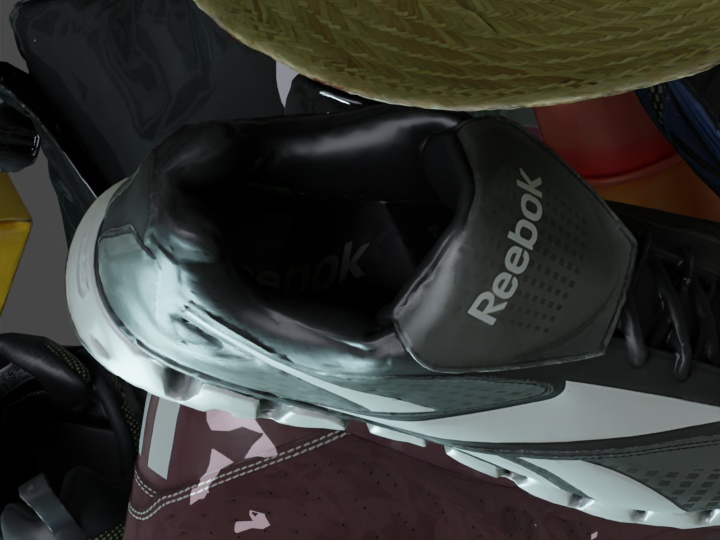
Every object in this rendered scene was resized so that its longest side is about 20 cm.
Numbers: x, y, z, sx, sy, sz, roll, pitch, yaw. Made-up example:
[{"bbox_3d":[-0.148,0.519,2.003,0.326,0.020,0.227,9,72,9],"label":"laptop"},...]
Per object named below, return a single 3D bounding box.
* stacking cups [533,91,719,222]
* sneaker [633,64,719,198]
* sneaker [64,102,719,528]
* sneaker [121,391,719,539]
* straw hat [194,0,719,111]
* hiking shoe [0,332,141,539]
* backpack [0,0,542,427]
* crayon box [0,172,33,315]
[{"bbox_3d":[0.089,0.015,0.747,0.060,0.060,0.201,3,121,36],"label":"stacking cups"},{"bbox_3d":[0.129,0.000,0.687,0.200,0.075,0.078,44,148,-17],"label":"sneaker"},{"bbox_3d":[0.036,0.008,0.593,0.199,0.067,0.091,11,162,-4],"label":"sneaker"},{"bbox_3d":[0.034,0.070,0.691,0.199,0.076,0.116,16,112,-6],"label":"sneaker"},{"bbox_3d":[0.058,-0.087,0.611,0.200,0.201,0.085,19,152,29],"label":"straw hat"},{"bbox_3d":[-0.086,0.052,0.853,0.200,0.075,0.101,-126,14,-64],"label":"hiking shoe"},{"bbox_3d":[0.000,0.000,0.782,0.166,0.126,0.201,-5,109,47],"label":"backpack"},{"bbox_3d":[-0.168,-0.007,0.924,0.127,0.051,0.200,59,139,36],"label":"crayon box"}]
